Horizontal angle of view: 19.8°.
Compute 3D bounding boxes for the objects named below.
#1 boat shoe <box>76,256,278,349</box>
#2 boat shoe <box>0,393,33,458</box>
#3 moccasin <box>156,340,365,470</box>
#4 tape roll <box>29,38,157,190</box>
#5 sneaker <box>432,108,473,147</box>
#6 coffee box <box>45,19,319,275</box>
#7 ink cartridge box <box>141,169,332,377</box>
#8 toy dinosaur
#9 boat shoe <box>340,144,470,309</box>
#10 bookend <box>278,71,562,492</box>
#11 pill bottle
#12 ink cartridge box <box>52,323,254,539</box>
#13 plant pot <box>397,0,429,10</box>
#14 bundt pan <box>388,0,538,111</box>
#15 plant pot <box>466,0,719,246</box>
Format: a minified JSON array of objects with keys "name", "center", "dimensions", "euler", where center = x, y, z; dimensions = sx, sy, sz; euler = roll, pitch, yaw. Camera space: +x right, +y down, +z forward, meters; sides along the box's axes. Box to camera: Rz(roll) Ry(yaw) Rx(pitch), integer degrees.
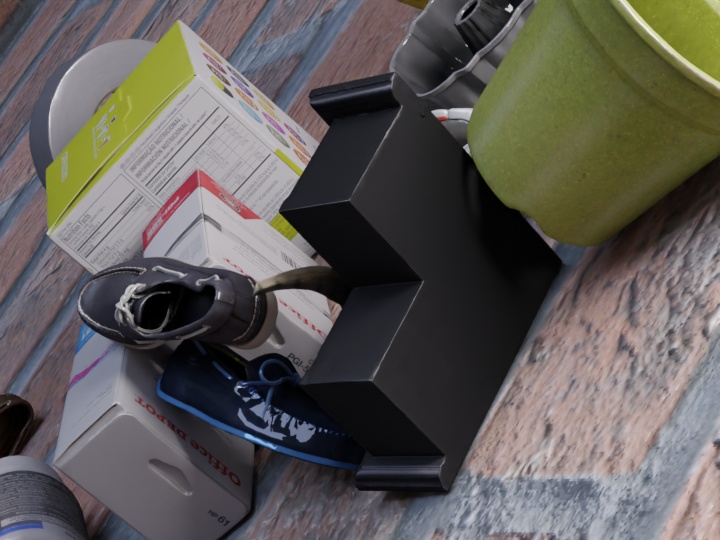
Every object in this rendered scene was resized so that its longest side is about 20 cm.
[{"name":"boat shoe","center":[-0.152,0.021,1.546],"dimensions":[0.199,0.062,0.073],"euler":[4,80,41]},{"name":"boat shoe","center":[-0.405,0.206,2.106],"dimensions":[0.075,0.075,0.203],"euler":[-8,45,52]},{"name":"moccasin","center":[-0.075,0.091,1.524],"dimensions":[0.199,0.080,0.069],"euler":[20,88,34]},{"name":"tape roll","center":[-0.250,-0.143,2.205],"dimensions":[0.201,0.200,0.066],"euler":[-57,21,-19]},{"name":"sneaker","center":[0.056,-0.070,1.673],"dimensions":[0.199,0.077,0.083],"euler":[-25,58,50]},{"name":"coffee box","center":[-0.156,-0.074,1.896],"dimensions":[0.200,0.197,0.200],"euler":[-46,21,9]},{"name":"ink cartridge box","center":[-0.101,0.021,1.694],"dimensions":[0.083,0.146,0.200],"euler":[-46,20,13]},{"name":"toy dinosaur","center":[0.000,0.000,1.474],"dimensions":[0.047,0.199,0.089],"euler":[0,75,38]},{"name":"boat shoe","center":[0.064,-0.031,1.581],"dimensions":[0.201,0.070,0.072],"euler":[-48,1,9]},{"name":"bookend","center":[0.013,0.011,1.393],"dimensions":[0.092,0.199,0.201],"euler":[-6,47,48]},{"name":"pill bottle","center":[-0.286,0.237,1.751],"dimensions":[0.114,0.114,0.200],"euler":[-48,21,4]},{"name":"ink cartridge box","center":[-0.160,0.117,1.651],"dimensions":[0.085,0.144,0.201],"euler":[-41,22,19]},{"name":"plant pot","center":[0.086,-0.315,1.895],"dimensions":[0.200,0.142,0.201],"euler":[-42,22,21]},{"name":"bundt pan","center":[0.115,-0.194,1.721],"dimensions":[0.202,0.076,0.202],"euler":[-42,21,21]},{"name":"plant pot","center":[0.172,-0.122,1.362],"dimensions":[0.184,0.199,0.201],"euler":[-49,17,36]}]
